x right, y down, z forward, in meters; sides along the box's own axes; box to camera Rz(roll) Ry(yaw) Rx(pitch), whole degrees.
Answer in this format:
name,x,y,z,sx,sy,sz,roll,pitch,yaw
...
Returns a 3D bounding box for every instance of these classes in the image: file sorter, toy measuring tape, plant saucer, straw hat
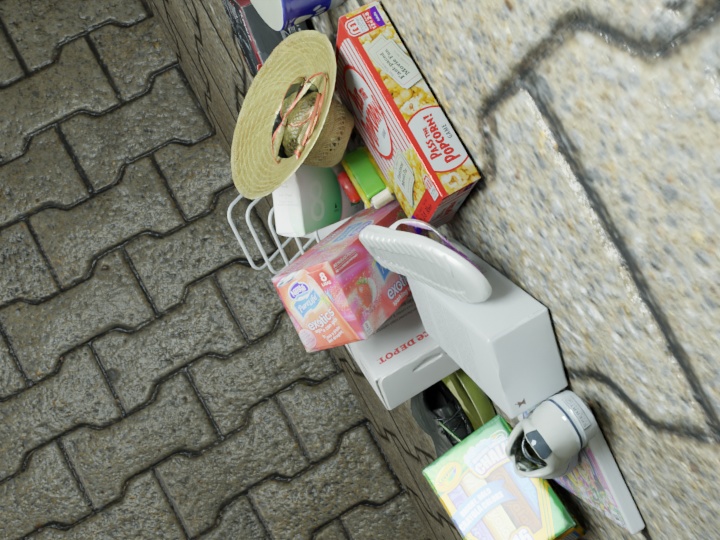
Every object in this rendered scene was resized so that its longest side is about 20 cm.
name,x,y,z,sx,sy,sz,roll,pitch,yaw
file sorter,-0.084,-0.066,1.244,0.199,0.125,0.140,11,137,39
toy measuring tape,0.008,-0.113,0.982,0.074,0.073,0.200,63,-177,-8
plant saucer,0.150,0.179,1.214,0.201,0.031,0.200,59,171,15
straw hat,-0.054,-0.153,0.888,0.084,0.202,0.201,18,-161,-34

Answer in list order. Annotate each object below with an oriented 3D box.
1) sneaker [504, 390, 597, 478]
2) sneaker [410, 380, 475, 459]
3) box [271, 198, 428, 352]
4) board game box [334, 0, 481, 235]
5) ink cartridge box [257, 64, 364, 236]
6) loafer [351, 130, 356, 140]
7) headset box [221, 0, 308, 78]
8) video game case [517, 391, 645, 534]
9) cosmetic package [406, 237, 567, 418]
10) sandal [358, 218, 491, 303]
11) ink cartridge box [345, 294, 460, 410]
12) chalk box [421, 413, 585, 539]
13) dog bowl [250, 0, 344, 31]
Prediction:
name,x,y,z,sx,sy,sz,roll,pitch,yaw
sneaker,0.177,0.174,0.823,0.073,0.070,0.200,57,169,25
sneaker,0.132,0.236,1.177,0.201,0.075,0.091,54,162,30
box,0.000,0.000,0.982,0.094,0.200,0.103,-17,105,38
board game box,0.040,-0.147,0.836,0.201,0.046,0.152,61,170,9
ink cartridge box,-0.055,-0.156,1.021,0.050,0.161,0.202,4,106,28
loafer,-0.062,-0.228,1.168,0.071,0.063,0.201,11,-141,-47
headset box,-0.120,-0.316,1.105,0.200,0.077,0.150,52,166,54
video game case,0.222,0.189,0.894,0.144,0.018,0.200,63,171,-8
cosmetic package,0.125,0.053,0.866,0.200,0.071,0.102,47,162,58
sandal,0.065,-0.024,0.839,0.202,0.050,0.083,23,158,53
ink cartridge box,0.044,0.065,1.111,0.200,0.144,0.085,54,170,40
chalk box,0.168,0.268,1.024,0.201,0.123,0.125,57,-174,28
dog bowl,-0.093,-0.358,0.856,0.201,0.078,0.200,60,171,16
